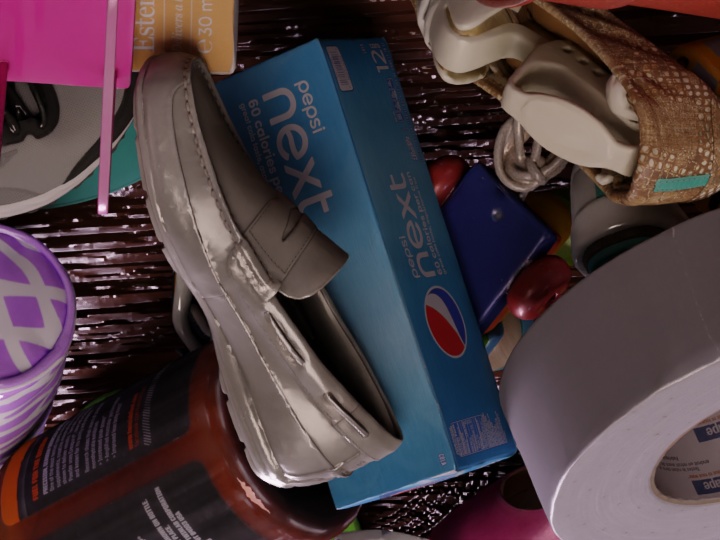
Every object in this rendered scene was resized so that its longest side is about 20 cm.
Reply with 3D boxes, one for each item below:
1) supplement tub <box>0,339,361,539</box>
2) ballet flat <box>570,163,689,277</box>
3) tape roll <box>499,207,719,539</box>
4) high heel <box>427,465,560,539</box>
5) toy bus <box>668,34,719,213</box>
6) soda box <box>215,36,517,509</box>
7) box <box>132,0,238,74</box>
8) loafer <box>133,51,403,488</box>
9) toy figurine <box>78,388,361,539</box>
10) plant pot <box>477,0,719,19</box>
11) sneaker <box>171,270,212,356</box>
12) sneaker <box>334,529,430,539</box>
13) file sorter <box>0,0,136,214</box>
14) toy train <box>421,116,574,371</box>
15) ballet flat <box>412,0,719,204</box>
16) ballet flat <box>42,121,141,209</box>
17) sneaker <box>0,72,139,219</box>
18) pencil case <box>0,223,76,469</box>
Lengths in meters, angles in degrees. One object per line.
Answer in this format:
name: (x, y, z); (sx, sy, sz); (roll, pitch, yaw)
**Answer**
supplement tub: (-0.100, 0.108, 1.389); (0.199, 0.107, 0.107); (-27, 125, 33)
ballet flat: (0.142, 0.002, 1.361); (0.069, 0.070, 0.200); (-19, 149, 14)
tape roll: (0.164, 0.048, 1.306); (0.199, 0.066, 0.201); (-17, 152, -9)
high heel: (0.112, 0.083, 1.505); (0.199, 0.068, 0.096); (-23, 116, 10)
toy bus: (0.227, -0.075, 1.330); (0.199, 0.078, 0.065); (-15, 137, -35)
soda box: (0.000, 0.000, 1.336); (0.068, 0.064, 0.201); (-20, 84, 29)
box: (-0.148, -0.175, 1.256); (0.199, 0.107, 0.153); (1, 129, -2)
loafer: (-0.039, -0.003, 1.266); (0.069, 0.070, 0.201); (-15, 111, 19)
toy figurine: (-0.082, 0.187, 1.499); (0.149, 0.185, 0.200); (-22, 126, 16)
plant pot: (0.163, -0.182, 1.214); (0.194, 0.201, 0.201); (13, 128, -21)
sneaker: (-0.051, 0.029, 1.431); (0.078, 0.080, 0.201); (-11, 136, 6)
sneaker: (0.030, 0.220, 1.539); (0.080, 0.116, 0.199); (2, 155, 28)
file sorter: (-0.187, -0.105, 1.161); (0.199, 0.126, 0.140); (4, 128, -4)
toy train: (0.080, -0.021, 1.391); (0.085, 0.116, 0.200); (45, 114, 18)
ballet flat: (0.074, -0.093, 1.271); (0.065, 0.200, 0.071); (-22, 136, -40)
ballet flat: (-0.178, -0.057, 1.367); (0.199, 0.065, 0.071); (-17, 139, -27)
sneaker: (-0.181, -0.058, 1.285); (0.199, 0.074, 0.079); (-22, 169, -21)
pencil case: (-0.182, 0.042, 1.402); (0.085, 0.084, 0.200); (42, 156, 4)
